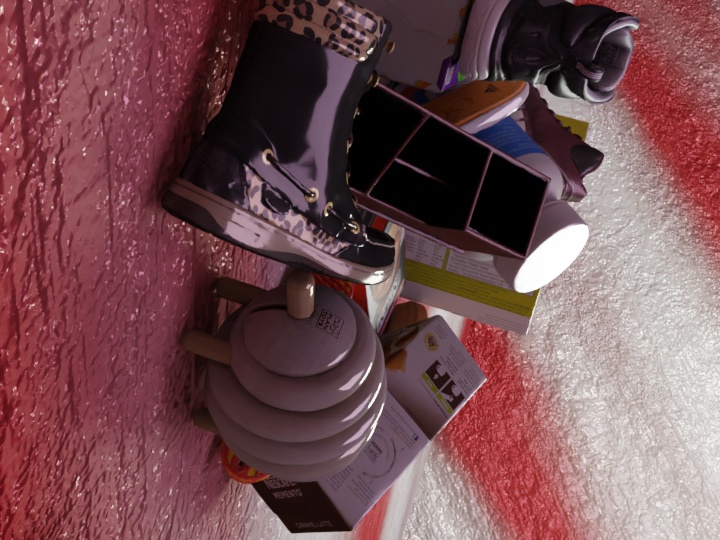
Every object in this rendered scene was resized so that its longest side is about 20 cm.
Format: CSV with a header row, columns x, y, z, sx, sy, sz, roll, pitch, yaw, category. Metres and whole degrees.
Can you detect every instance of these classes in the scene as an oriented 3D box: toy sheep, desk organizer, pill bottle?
x,y,z,sx,sy,sz,roll,pitch,yaw,category
-0.046,0.071,0.658,0.201,0.137,0.138,92,19,-52,toy sheep
0.039,-0.072,0.700,0.199,0.077,0.072,22,85,-35,desk organizer
0.106,-0.081,0.853,0.112,0.200,0.113,-28,150,-18,pill bottle

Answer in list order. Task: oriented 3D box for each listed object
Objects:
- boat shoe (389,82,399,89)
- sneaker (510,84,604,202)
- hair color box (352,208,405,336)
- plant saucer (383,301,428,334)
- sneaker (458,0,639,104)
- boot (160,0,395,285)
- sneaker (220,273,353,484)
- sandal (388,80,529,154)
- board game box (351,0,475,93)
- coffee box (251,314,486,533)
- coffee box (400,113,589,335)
x,y,z,sx,sy,sz,roll,pitch,yaw,category
0.077,-0.213,0.981,0.201,0.073,0.060,-60,170,-16,boat shoe
0.181,-0.139,0.980,0.076,0.115,0.201,122,-30,-48,sneaker
0.000,0.000,0.948,0.200,0.061,0.102,82,29,-63,hair color box
0.008,0.119,1.073,0.201,0.037,0.200,-57,-169,18,plant saucer
0.146,-0.174,0.720,0.200,0.113,0.076,-53,159,-58,sneaker
-0.020,-0.078,0.587,0.199,0.073,0.152,17,95,-53,boot
-0.054,0.087,0.807,0.077,0.073,0.201,109,7,-65,sneaker
0.039,-0.126,0.781,0.206,0.079,0.060,-31,124,-11,sandal
0.050,-0.212,0.758,0.200,0.104,0.104,-44,150,-65,board game box
0.005,0.137,0.871,0.200,0.080,0.114,-42,-172,-35,coffee box
0.137,-0.080,1.124,0.200,0.198,0.199,-56,161,-59,coffee box
